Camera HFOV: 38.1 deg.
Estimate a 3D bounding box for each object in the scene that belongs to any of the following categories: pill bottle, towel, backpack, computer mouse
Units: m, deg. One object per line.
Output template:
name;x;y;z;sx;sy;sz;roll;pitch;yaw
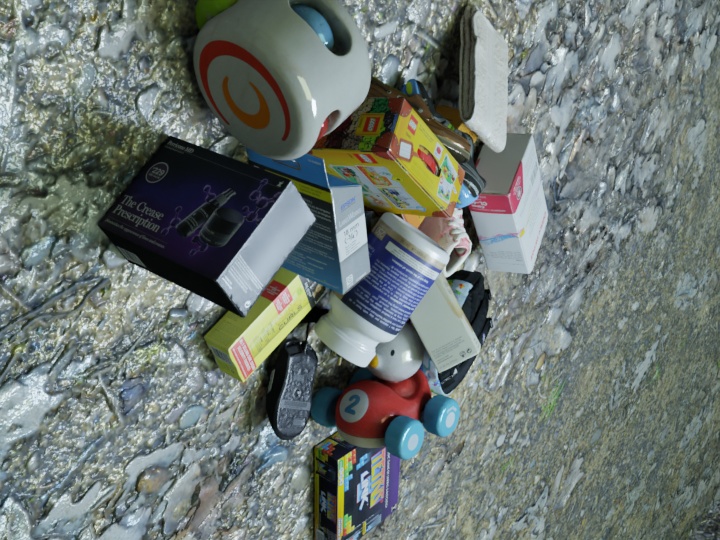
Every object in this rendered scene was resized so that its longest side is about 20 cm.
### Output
pill bottle;0.027;0.029;1.472;0.201;0.116;0.116;-56;146;6
towel;0.192;-0.294;1.598;0.132;0.034;0.202;28;60;-55
backpack;0.133;0.116;1.727;0.201;0.153;0.164;-72;161;-46
computer mouse;-0.082;0.145;1.529;0.140;0.046;0.202;6;92;-50

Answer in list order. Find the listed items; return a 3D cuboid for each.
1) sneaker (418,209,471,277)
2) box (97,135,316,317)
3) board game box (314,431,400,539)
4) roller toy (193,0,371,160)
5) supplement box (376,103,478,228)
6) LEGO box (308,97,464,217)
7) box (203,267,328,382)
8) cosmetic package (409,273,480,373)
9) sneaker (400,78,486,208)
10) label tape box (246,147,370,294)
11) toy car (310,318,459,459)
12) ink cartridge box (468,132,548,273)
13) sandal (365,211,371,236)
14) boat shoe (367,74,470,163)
sneaker;0.144;-0.082;1.654;0.075;0.104;0.201;24;87;-53
box;-0.172;-0.054;1.159;0.141;0.199;0.079;-53;143;-20
board game box;-0.004;0.348;1.732;0.165;0.056;0.201;-27;129;-42
roller toy;-0.085;-0.232;1.194;0.140;0.182;0.201;-44;139;-31
supplement box;0.100;-0.157;1.586;0.201;0.066;0.069;-56;144;-15
LEGO box;0.030;-0.151;1.410;0.200;0.148;0.078;40;62;-53
box;-0.121;0.053;1.417;0.200;0.050;0.076;-46;141;-28
cosmetic package;0.105;0.046;1.570;0.071;0.201;0.105;-28;180;8
sneaker;0.116;-0.187;1.522;0.082;0.071;0.200;-29;88;-35
label tape box;-0.066;-0.086;1.333;0.063;0.144;0.201;-37;135;-36
toy car;0.037;0.150;1.576;0.176;0.184;0.201;-20;117;-46
ink cartridge box;0.252;-0.113;1.770;0.201;0.085;0.148;69;36;-46
sandal;-0.001;0.000;1.551;0.075;0.048;0.202;-32;131;-41
boat shoe;0.070;-0.212;1.433;0.199;0.072;0.068;23;74;-17
